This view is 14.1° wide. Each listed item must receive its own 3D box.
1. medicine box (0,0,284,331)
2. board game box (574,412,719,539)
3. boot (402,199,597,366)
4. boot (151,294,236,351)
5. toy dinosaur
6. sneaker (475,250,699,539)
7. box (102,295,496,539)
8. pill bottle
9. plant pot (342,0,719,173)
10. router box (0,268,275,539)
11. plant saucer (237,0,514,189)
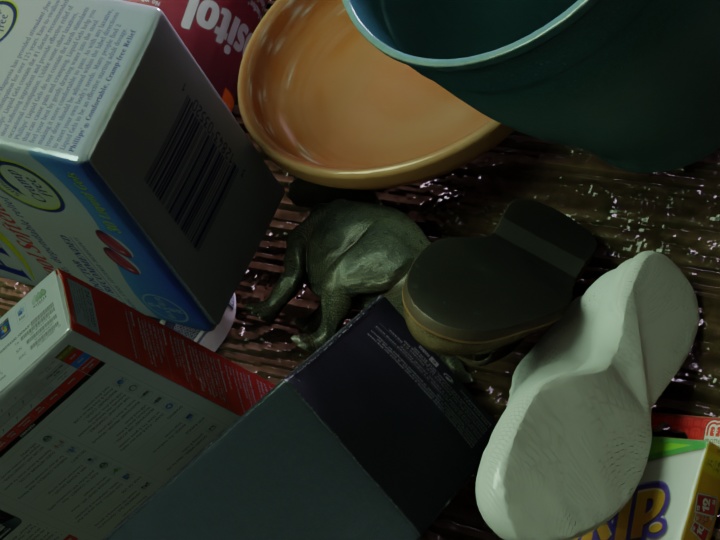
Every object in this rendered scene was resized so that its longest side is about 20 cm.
[{"bbox_3d":[-0.173,-0.070,1.635,0.199,0.182,0.103,13,65,31],"label":"medicine box"},{"bbox_3d":[0.121,0.162,1.438,0.095,0.030,0.201,1,66,47],"label":"board game box"},{"bbox_3d":[0.065,0.023,1.480,0.073,0.200,0.076,33,110,12],"label":"boot"},{"bbox_3d":[-0.169,0.065,1.752,0.200,0.090,0.073,-52,40,10],"label":"boot"},{"bbox_3d":[0.000,0.000,1.626,0.200,0.077,0.103,37,102,53],"label":"toy dinosaur"},{"bbox_3d":[0.098,0.073,1.447,0.088,0.075,0.200,-23,19,42],"label":"sneaker"},{"bbox_3d":[-0.047,0.131,1.501,0.200,0.104,0.182,-42,-2,21],"label":"box"},{"bbox_3d":[-0.128,-0.131,1.813,0.113,0.113,0.201,2,69,47],"label":"pill bottle"},{"bbox_3d":[0.121,-0.149,1.492,0.199,0.188,0.201,-20,53,30],"label":"plant pot"},{"bbox_3d":[-0.171,0.109,1.658,0.200,0.179,0.049,-40,44,21],"label":"router box"},{"bbox_3d":[0.028,-0.118,1.652,0.199,0.038,0.201,-13,46,14],"label":"plant saucer"}]
